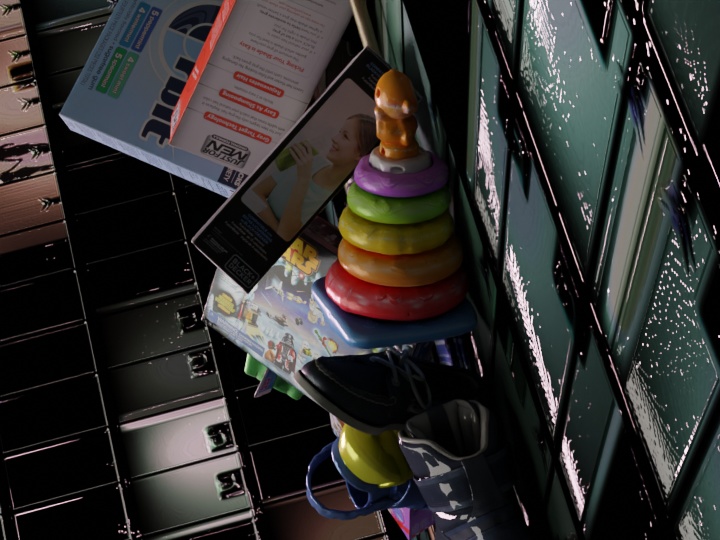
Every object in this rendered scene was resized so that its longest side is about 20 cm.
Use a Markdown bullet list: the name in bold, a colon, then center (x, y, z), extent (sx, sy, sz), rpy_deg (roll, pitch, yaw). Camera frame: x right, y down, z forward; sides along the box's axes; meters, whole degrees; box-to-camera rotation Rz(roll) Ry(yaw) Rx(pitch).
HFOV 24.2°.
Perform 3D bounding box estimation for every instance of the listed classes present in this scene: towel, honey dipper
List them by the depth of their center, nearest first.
- **honey dipper**: center (0.007, -0.188, 1.385), extent (0.038, 0.038, 0.201), rpy_deg (-146, 39, -84)
- **towel**: center (0.078, 0.090, 1.444), extent (0.145, 0.024, 0.201), rpy_deg (158, 97, -87)

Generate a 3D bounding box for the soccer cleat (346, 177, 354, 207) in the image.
- **soccer cleat**: center (0.000, 0.000, 1.418), extent (0.068, 0.081, 0.201), rpy_deg (-44, -52, -67)

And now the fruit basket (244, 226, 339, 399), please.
- **fruit basket**: center (-0.029, 0.021, 1.617), extent (0.093, 0.201, 0.185), rpy_deg (33, -164, 5)

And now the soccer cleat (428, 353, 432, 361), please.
- **soccer cleat**: center (0.025, 0.061, 1.603), extent (0.067, 0.076, 0.200), rpy_deg (-61, -14, -15)

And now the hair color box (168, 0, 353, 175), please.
- **hair color box**: center (-0.084, -0.186, 1.465), extent (0.201, 0.101, 0.061), rpy_deg (-61, 19, 25)

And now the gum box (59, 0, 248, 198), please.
- **gum box**: center (-0.158, -0.177, 1.592), extent (0.171, 0.199, 0.045), rpy_deg (-64, -11, -11)

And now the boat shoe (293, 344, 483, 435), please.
- **boat shoe**: center (0.027, 0.088, 1.270), extent (0.200, 0.062, 0.075), rpy_deg (21, -157, -49)

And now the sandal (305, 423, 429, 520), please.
- **sandal**: center (0.022, 0.162, 1.351), extent (0.200, 0.087, 0.080), rpy_deg (19, -142, -54)

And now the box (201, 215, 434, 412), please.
- **box**: center (-0.033, 0.035, 1.397), extent (0.199, 0.040, 0.138), rpy_deg (33, 123, 22)

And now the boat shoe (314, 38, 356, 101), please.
- **boat shoe**: center (-0.011, -0.151, 1.504), extent (0.202, 0.060, 0.072), rpy_deg (-93, 1, -55)

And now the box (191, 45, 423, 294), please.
- **box**: center (-0.044, -0.078, 1.304), extent (0.060, 0.200, 0.117), rpy_deg (42, 179, -5)

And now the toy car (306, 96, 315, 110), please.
- **toy car**: center (-0.067, -0.183, 1.656), extent (0.158, 0.163, 0.201), rpy_deg (-124, 32, -78)

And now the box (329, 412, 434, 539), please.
- **box**: center (0.022, 0.173, 1.585), extent (0.137, 0.039, 0.200), rpy_deg (55, 170, 16)

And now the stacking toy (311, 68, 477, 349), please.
- **stacking toy**: center (0.027, -0.052, 1.230), extent (0.116, 0.109, 0.201), rpy_deg (-131, 36, -59)

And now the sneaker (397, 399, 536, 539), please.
- **sneaker**: center (0.076, 0.170, 1.270), extent (0.147, 0.077, 0.202), rpy_deg (65, 167, 0)
